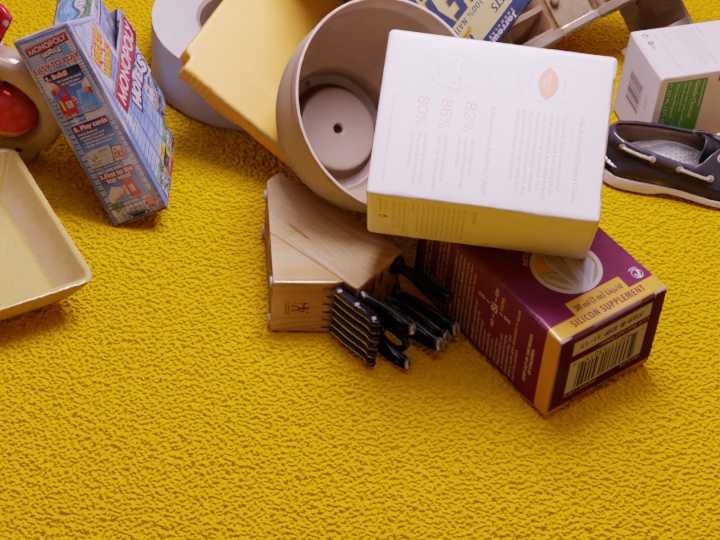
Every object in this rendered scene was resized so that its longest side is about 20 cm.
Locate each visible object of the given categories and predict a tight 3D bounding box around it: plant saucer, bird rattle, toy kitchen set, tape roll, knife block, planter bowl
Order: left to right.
[{"bbox_3d":[-0.370,-0.011,1.589,0.199,0.049,0.200,-19,51,-24],"label":"plant saucer"},{"bbox_3d":[-0.353,-0.179,1.672,0.162,0.200,0.113,26,43,-14],"label":"bird rattle"},{"bbox_3d":[-0.120,-0.237,1.833,0.201,0.071,0.203,3,44,-3],"label":"tape roll"},{"bbox_3d":[0.000,0.000,1.613,0.174,0.064,0.201,0,44,-8],"label":"knife block"},{"bbox_3d":[0.001,-0.143,1.651,0.199,0.135,0.202,4,81,-27],"label":"planter bowl"},{"bbox_3d":[0.255,-0.260,1.822,0.180,0.199,0.164,-33,96,-51],"label":"toy kitchen set"}]

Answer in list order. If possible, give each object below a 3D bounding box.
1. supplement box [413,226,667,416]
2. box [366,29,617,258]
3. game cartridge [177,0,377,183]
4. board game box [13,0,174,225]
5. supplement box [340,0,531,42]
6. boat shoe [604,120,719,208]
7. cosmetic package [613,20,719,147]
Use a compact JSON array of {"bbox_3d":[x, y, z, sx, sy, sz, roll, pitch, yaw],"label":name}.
[{"bbox_3d":[0.159,0.013,1.590,0.130,0.104,0.200,-26,52,-27],"label":"supplement box"},{"bbox_3d":[0.112,-0.107,1.519,0.198,0.106,0.154,8,73,2],"label":"box"},{"bbox_3d":[-0.063,-0.199,1.739,0.200,0.032,0.177,38,63,-8],"label":"game cartridge"},{"bbox_3d":[-0.248,-0.184,1.670,0.061,0.200,0.201,-17,43,15],"label":"board game box"},{"bbox_3d":[0.039,-0.316,1.742,0.135,0.200,0.200,-53,36,-1],"label":"supplement box"},{"bbox_3d":[0.340,-0.112,1.770,0.198,0.061,0.074,10,44,3],"label":"boat shoe"},{"bbox_3d":[0.376,-0.198,1.829,0.198,0.108,0.085,-10,47,-14],"label":"cosmetic package"}]
